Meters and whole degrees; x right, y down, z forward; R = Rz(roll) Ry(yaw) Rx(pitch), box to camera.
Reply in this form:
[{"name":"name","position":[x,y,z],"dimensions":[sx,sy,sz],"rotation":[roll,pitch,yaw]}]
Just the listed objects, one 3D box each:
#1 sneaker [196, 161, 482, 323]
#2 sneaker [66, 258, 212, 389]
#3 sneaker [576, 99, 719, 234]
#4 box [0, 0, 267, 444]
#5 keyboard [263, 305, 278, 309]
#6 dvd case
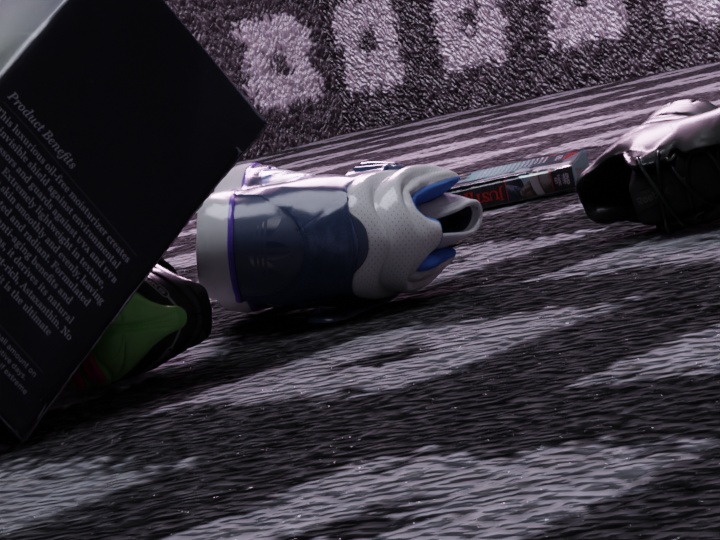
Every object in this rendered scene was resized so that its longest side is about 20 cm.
[{"name":"sneaker","position":[-0.006,-0.019,1.267],"dimensions":[0.145,0.081,0.200],"rotation":[-2,4,5]},{"name":"sneaker","position":[-0.134,0.022,1.194],"dimensions":[0.083,0.077,0.200],"rotation":[-8,12,-27]},{"name":"sneaker","position":[0.191,-0.053,1.235],"dimensions":[0.090,0.076,0.200],"rotation":[-27,5,-31]},{"name":"box","position":[-0.184,-0.031,1.093],"dimensions":[0.199,0.123,0.199],"rotation":[-7,40,51]},{"name":"keyboard","position":[0.000,0.000,1.406],"dimensions":[0.056,0.011,0.200],"rotation":[-16,3,25]},{"name":"dvd case","position":[0.070,-0.056,1.767],"dimensions":[0.198,0.022,0.146],"rotation":[-13,5,10]}]
